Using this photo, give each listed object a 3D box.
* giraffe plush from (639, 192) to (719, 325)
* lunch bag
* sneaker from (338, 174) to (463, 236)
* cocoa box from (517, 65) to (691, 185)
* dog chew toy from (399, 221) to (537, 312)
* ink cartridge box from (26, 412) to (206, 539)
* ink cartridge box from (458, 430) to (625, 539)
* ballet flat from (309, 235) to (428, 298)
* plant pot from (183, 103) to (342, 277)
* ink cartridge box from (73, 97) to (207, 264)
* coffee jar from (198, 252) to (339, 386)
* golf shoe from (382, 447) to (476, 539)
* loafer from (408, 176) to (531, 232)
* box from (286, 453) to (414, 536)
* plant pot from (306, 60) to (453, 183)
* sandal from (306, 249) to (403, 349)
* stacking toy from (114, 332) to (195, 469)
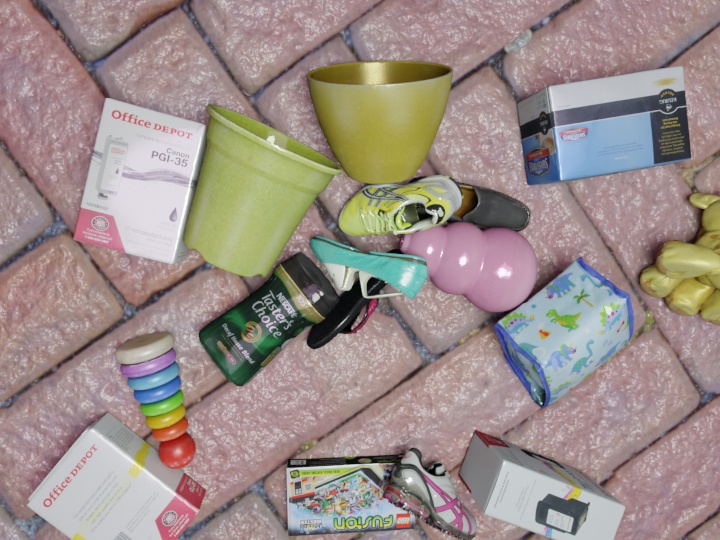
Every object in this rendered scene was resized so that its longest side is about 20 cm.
[{"bbox_3d":[0.544,-0.037,0.942,0.171,0.200,0.163,30,62,-3],"label":"giraffe plush"},{"bbox_3d":[0.308,0.107,0.927,0.169,0.128,0.200,-37,136,-2],"label":"lunch bag"},{"bbox_3d":[0.043,-0.086,0.881,0.198,0.076,0.076,-13,112,36],"label":"sneaker"},{"bbox_3d":[0.351,-0.205,0.910,0.197,0.133,0.133,-10,96,-4],"label":"cocoa box"},{"bbox_3d":[0.154,-0.015,0.911,0.198,0.125,0.126,16,93,-8],"label":"dog chew toy"},{"bbox_3d":[-0.352,0.332,0.915,0.200,0.083,0.145,41,90,-7],"label":"ink cartridge box"},{"bbox_3d":[0.267,0.332,0.939,0.198,0.146,0.084,21,90,-7],"label":"ink cartridge box"},{"bbox_3d":[0.000,0.000,0.887,0.198,0.067,0.071,13,82,30],"label":"ballet flat"},{"bbox_3d":[-0.152,-0.100,0.859,0.199,0.201,0.186,26,103,-6],"label":"plant pot"},{"bbox_3d":[-0.304,-0.125,0.884,0.145,0.083,0.202,14,93,-6],"label":"ink cartridge box"},{"bbox_3d":[-0.130,0.069,0.911,0.200,0.085,0.105,-40,83,-1],"label":"coffee jar"},{"bbox_3d":[0.123,0.346,0.947,0.200,0.072,0.093,42,66,-32],"label":"golf shoe"},{"bbox_3d":[0.167,-0.094,0.934,0.197,0.072,0.074,9,93,-6],"label":"loafer"},{"bbox_3d":[-0.015,0.350,0.971,0.197,0.035,0.112,-2,95,-5],"label":"box"},{"bbox_3d":[0.029,-0.205,0.869,0.197,0.201,0.144,-5,117,-5],"label":"plant pot"},{"bbox_3d":[0.001,0.052,0.934,0.200,0.075,0.045,-44,115,-4],"label":"sandal"},{"bbox_3d":[-0.294,0.198,0.919,0.084,0.085,0.202,-13,101,-4],"label":"stacking toy"}]
